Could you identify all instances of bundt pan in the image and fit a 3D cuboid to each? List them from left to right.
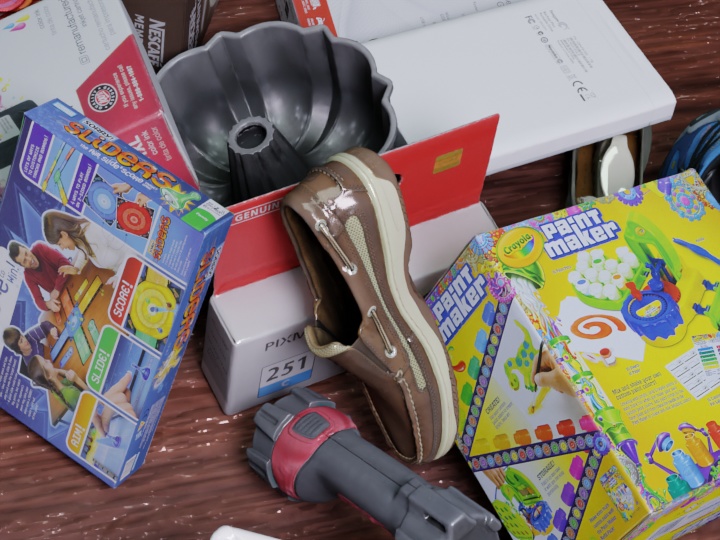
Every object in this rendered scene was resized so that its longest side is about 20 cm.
[{"bbox_3d":[-0.064,-0.068,1.126,0.199,0.076,0.204,-8,53,10],"label":"bundt pan"}]

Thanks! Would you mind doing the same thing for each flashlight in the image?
[{"bbox_3d":[0.008,0.133,0.977,0.067,0.069,0.199,10,12,-39],"label":"flashlight"}]

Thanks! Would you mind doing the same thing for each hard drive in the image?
[{"bbox_3d":[0.105,-0.132,1.179,0.198,0.027,0.133,-17,55,-19],"label":"hard drive"}]

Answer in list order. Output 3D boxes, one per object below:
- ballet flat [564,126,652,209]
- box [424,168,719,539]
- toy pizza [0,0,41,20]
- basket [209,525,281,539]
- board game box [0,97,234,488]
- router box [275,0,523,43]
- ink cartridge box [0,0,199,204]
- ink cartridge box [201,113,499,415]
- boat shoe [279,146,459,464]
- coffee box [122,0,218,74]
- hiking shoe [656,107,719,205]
[{"bbox_3d":[0.184,-0.093,1.211,0.066,0.064,0.202,10,56,-2],"label":"ballet flat"},{"bbox_3d":[0.165,0.064,1.032,0.198,0.122,0.194,-16,66,-36],"label":"box"},{"bbox_3d":[-0.300,-0.247,1.256,0.197,0.032,0.202,4,56,-6],"label":"toy pizza"},{"bbox_3d":[-0.051,0.265,0.898,0.134,0.124,0.202,18,55,-2],"label":"basket"},{"bbox_3d":[-0.166,0.017,1.005,0.135,0.201,0.034,33,33,13],"label":"board game box"},{"bbox_3d":[0.025,-0.217,1.277,0.177,0.049,0.202,-9,59,-14],"label":"router box"},{"bbox_3d":[-0.224,-0.083,1.084,0.198,0.083,0.147,-25,54,-2],"label":"ink cartridge box"},{"bbox_3d":[0.000,0.000,1.053,0.198,0.177,0.045,-20,61,-20],"label":"ink cartridge box"},{"bbox_3d":[-0.002,0.033,0.986,0.074,0.204,0.074,-29,23,-29],"label":"boat shoe"},{"bbox_3d":[-0.138,-0.243,1.231,0.079,0.115,0.202,16,57,1],"label":"coffee box"},{"bbox_3d":[0.244,-0.066,1.126,0.086,0.200,0.075,-38,90,-23],"label":"hiking shoe"}]
